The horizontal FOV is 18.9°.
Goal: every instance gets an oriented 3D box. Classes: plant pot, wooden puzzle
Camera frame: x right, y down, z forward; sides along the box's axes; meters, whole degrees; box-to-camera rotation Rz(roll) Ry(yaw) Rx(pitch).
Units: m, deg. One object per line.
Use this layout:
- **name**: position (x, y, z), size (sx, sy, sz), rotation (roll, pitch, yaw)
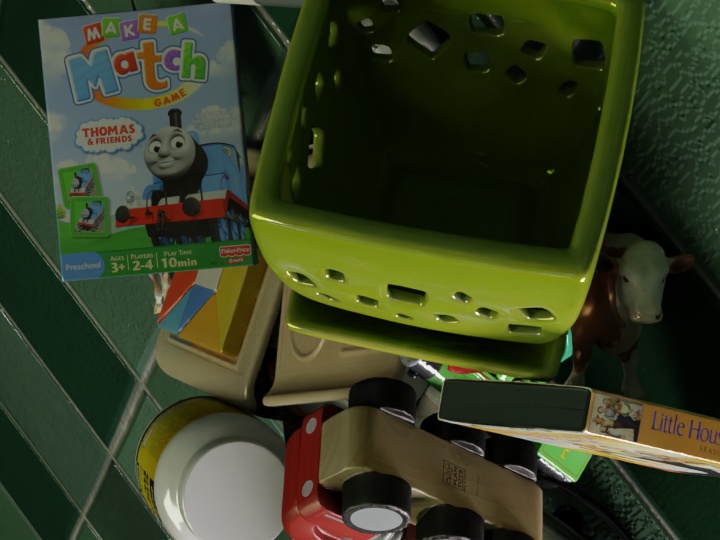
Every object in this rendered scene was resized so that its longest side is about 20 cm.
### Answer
- **plant pot**: position (0.053, -0.052, 1.280), size (0.198, 0.201, 0.182), rotation (11, 151, 8)
- **wooden puzzle**: position (0.000, 0.000, 1.558), size (0.185, 0.046, 0.201), rotation (-11, 67, 60)
- **wooden puzzle**: position (-0.108, 0.000, 1.736), size (0.185, 0.037, 0.201), rotation (16, 92, 61)

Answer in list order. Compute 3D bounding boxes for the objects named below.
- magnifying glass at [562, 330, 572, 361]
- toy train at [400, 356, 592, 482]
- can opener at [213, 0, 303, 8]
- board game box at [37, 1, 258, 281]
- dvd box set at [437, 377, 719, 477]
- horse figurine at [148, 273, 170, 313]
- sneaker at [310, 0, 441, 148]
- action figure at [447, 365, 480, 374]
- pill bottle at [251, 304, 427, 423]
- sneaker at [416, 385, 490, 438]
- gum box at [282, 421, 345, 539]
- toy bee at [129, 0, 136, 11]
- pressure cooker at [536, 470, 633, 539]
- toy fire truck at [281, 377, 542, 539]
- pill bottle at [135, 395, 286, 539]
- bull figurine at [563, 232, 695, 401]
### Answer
- **magnifying glass**: position (0.121, 0.060, 1.563), size (0.080, 0.022, 0.201), rotation (44, 151, 25)
- **toy train**: position (0.097, 0.086, 1.503), size (0.200, 0.057, 0.042), rotation (37, 170, -35)
- **can opener**: position (-0.072, -0.208, 1.541), size (0.199, 0.066, 0.053), rotation (10, 128, 51)
- **board game box**: position (-0.162, -0.098, 1.649), size (0.037, 0.150, 0.202), rotation (-42, -53, -87)
- **dvd box set**: position (0.168, 0.100, 1.337), size (0.146, 0.199, 0.030), rotation (-1, 77, 55)
- **horse figurine**: position (-0.185, -0.031, 1.954), size (0.200, 0.050, 0.133), rotation (159, 96, -73)
- **sneaker**: position (-0.001, -0.123, 1.484), size (0.075, 0.082, 0.200), rotation (54, 155, 4)
- **action figure**: position (0.040, -0.033, 1.411), size (0.065, 0.098, 0.201), rotation (89, -179, -57)
- **pill bottle**: position (-0.031, 0.066, 1.727), size (0.200, 0.116, 0.117), rotation (-1, 120, 62)
- **sneaker**: position (0.058, 0.158, 1.709), size (0.081, 0.088, 0.201), rotation (45, 153, 24)
- **gum box**: position (-0.021, 0.211, 1.732), size (0.200, 0.066, 0.114), rotation (-103, 9, -67)
- **toy bee**: position (-0.182, -0.149, 1.724), size (0.130, 0.109, 0.200), rotation (-8, 140, 27)
- **pressure cooker**: position (0.112, 0.249, 1.601), size (0.176, 0.200, 0.179), rotation (34, -174, -45)
- **toy fire truck**: position (0.007, 0.159, 1.507), size (0.175, 0.129, 0.200), rotation (26, 141, -32)
- **pill bottle**: position (-0.111, 0.162, 1.685), size (0.113, 0.112, 0.200), rotation (60, 171, -8)
- **bull figurine**: position (0.142, 0.018, 1.400), size (0.200, 0.065, 0.122), rotation (32, 124, 55)
